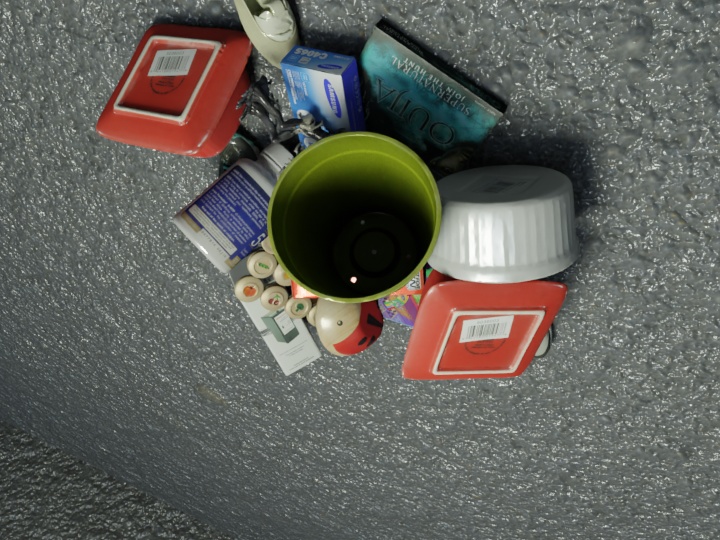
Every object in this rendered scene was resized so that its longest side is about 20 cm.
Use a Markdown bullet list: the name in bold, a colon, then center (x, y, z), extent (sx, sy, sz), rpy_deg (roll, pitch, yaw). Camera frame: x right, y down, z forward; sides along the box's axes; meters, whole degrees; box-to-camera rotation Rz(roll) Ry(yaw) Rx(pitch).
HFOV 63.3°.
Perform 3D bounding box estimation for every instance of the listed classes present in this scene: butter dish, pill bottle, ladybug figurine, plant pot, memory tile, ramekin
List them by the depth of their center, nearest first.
- **plant pot**: center (0.007, -0.045, 0.750), extent (0.200, 0.201, 0.193), rpy_deg (18, 173, 13)
- **ramekin**: center (0.181, -0.069, 0.762), extent (0.200, 0.200, 0.098), rpy_deg (4, 116, 26)
- **butter dish**: center (0.158, 0.050, 0.834), extent (0.200, 0.148, 0.200), rpy_deg (1, 133, -12)
- **butter dish**: center (-0.244, -0.240, 0.859), extent (0.200, 0.200, 0.148), rpy_deg (14, 165, 24)
- **pill bottle**: center (-0.179, -0.104, 0.914), extent (0.120, 0.200, 0.120), rpy_deg (45, 172, 8)
- **ladybug figurine**: center (-0.011, 0.083, 1.018), extent (0.072, 0.136, 0.200), rpy_deg (5, 171, 23)
- **memory tile**: center (-0.107, 0.013, 1.021), extent (0.200, 0.017, 0.153), rpy_deg (23, 104, -31)

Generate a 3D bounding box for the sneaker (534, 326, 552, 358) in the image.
- **sneaker**: center (0.252, 0.075, 0.945), extent (0.074, 0.079, 0.200), rpy_deg (-12, 125, 34)

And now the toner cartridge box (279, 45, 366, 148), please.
- **toner cartridge box**: center (-0.044, -0.212, 0.828), extent (0.095, 0.043, 0.200), rpy_deg (18, 148, 21)

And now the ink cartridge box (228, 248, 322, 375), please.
- **ink cartridge box**: center (-0.167, 0.077, 1.125), extent (0.146, 0.084, 0.200), rpy_deg (48, 165, 57)

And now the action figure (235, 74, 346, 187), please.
- **action figure**: center (-0.074, -0.162, 0.783), extent (0.200, 0.102, 0.119), rpy_deg (36, 165, -7)

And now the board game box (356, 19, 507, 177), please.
- **board game box**: center (0.078, -0.224, 0.794), extent (0.200, 0.028, 0.135), rpy_deg (33, 137, -3)

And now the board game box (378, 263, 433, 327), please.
- **board game box**: center (0.128, 0.065, 0.988), extent (0.200, 0.039, 0.158), rpy_deg (19, 131, -7)

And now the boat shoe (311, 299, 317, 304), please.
- **boat shoe**: center (-0.107, 0.004, 1.079), extent (0.075, 0.075, 0.203), rpy_deg (8, 133, 23)

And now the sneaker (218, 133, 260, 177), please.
- **sneaker**: center (-0.212, -0.137, 0.992), extent (0.077, 0.091, 0.200), rpy_deg (15, 136, 15)

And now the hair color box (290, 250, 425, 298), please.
- **hair color box**: center (0.000, 0.000, 0.906), extent (0.200, 0.102, 0.061), rpy_deg (-3, 104, 10)

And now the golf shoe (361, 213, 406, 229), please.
- **golf shoe**: center (-0.009, -0.092, 0.920), extent (0.200, 0.097, 0.078), rpy_deg (5, 151, 15)

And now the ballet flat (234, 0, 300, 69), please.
- **ballet flat**: center (-0.131, -0.353, 0.751), extent (0.069, 0.070, 0.200), rpy_deg (-11, 124, 36)
